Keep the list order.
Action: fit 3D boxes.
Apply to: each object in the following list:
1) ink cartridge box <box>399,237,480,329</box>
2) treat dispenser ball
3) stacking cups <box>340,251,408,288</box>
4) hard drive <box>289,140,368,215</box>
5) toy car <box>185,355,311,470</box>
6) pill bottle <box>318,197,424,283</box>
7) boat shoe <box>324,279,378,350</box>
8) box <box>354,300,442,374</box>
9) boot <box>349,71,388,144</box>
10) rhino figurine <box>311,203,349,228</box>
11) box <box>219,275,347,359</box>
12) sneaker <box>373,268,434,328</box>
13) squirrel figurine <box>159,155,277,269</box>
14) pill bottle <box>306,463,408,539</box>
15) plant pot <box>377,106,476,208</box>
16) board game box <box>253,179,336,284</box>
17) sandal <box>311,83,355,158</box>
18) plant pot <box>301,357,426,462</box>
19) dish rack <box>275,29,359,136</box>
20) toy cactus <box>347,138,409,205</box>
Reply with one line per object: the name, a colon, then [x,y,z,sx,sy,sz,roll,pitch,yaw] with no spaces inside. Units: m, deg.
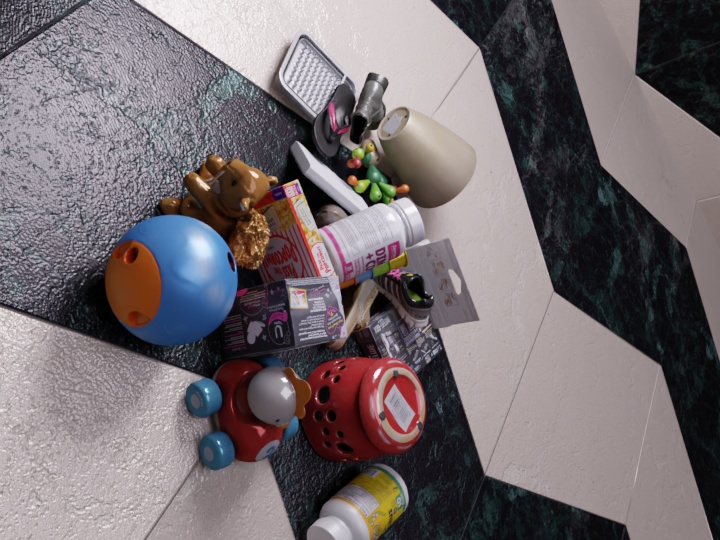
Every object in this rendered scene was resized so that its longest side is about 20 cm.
ink cartridge box: [0.174,0.028,1.678,0.043,0.173,0.201,-30,101,-47]
treat dispenser ball: [-0.291,0.015,1.158,0.200,0.200,0.203,16,67,-43]
stacking cups: [0.000,0.000,1.521,0.199,0.060,0.061,-23,96,-20]
hard drive: [-0.056,-0.175,1.543,0.200,0.027,0.132,38,13,-34]
toy car: [-0.152,0.229,1.248,0.184,0.199,0.178,-13,89,-48]
pill bottle: [0.018,-0.062,1.467,0.199,0.113,0.114,-25,98,-16]
boat shoe: [-0.010,0.090,1.535,0.069,0.073,0.201,44,49,-22]
box: [0.087,0.153,1.639,0.200,0.050,0.159,-36,105,-47]
boot: [0.006,-0.329,1.631,0.067,0.200,0.131,21,72,4]
rhino figurine: [-0.027,-0.075,1.554,0.200,0.087,0.060,33,57,-36]
box: [-0.139,0.084,1.304,0.132,0.199,0.116,-4,83,-47]
sneaker: [0.089,0.025,1.607,0.073,0.088,0.200,-20,63,-42]
squirrel figurine: [-0.213,-0.104,1.288,0.142,0.186,0.201,-45,112,-44]
pill bottle: [-0.006,0.459,1.405,0.200,0.112,0.114,-28,99,-48]
plant pot: [0.132,-0.273,1.701,0.200,0.186,0.189,37,54,-38]
board game box: [-0.140,-0.049,1.378,0.046,0.151,0.201,-30,101,-47]
sandal: [-0.048,-0.323,1.572,0.075,0.045,0.201,43,52,-32]
plant pot: [0.015,0.261,1.437,0.200,0.182,0.202,19,64,-44]
dish rack: [-0.096,-0.394,1.606,0.200,0.043,0.173,41,53,-32]
toy cactus: [0.031,-0.227,1.654,0.200,0.102,0.166,37,35,-45]
